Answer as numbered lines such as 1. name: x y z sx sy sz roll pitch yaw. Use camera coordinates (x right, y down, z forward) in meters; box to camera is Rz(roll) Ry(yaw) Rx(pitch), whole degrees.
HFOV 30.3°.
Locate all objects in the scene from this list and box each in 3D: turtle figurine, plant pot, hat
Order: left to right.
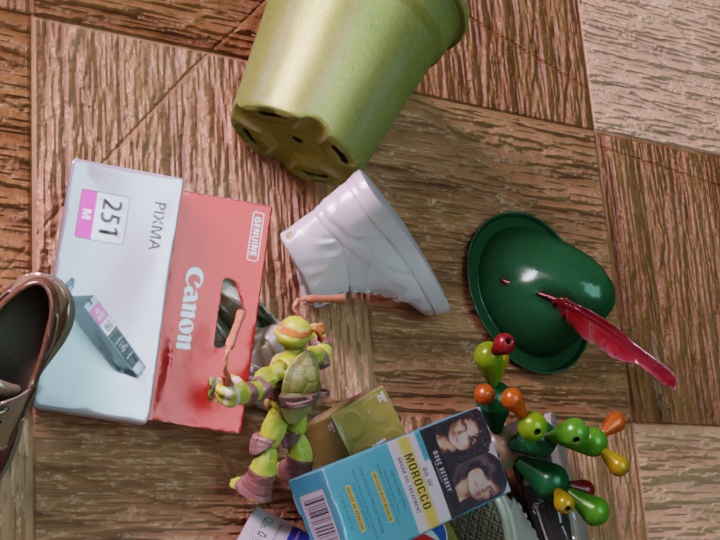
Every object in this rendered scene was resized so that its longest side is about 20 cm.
1. turtle figurine: -0.056 0.101 1.100 0.200 0.064 0.163 -30 131 -63
2. plant pot: -0.025 -0.189 1.223 0.200 0.200 0.185 31 71 -22
3. hat: 0.229 0.009 1.318 0.201 0.176 0.166 53 53 -8

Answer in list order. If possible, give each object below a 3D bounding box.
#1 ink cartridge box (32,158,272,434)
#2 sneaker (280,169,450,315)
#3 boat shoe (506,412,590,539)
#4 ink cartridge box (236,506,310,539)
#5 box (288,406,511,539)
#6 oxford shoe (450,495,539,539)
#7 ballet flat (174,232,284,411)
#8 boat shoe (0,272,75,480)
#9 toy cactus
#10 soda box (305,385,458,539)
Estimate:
1. ink cartridge box: -0.164 0.025 1.079 0.172 0.044 0.202 9 81 -14
2. sneaker: 0.000 0.000 1.239 0.200 0.115 0.074 50 8 -45
3. boat shoe: 0.184 0.239 1.296 0.067 0.057 0.202 5 71 -71
4. ink cartridge box: -0.014 0.266 1.081 0.199 0.037 0.095 25 16 2
5. box: 0.037 0.182 1.121 0.199 0.049 0.083 -15 82 -44
6. oxford shoe: 0.134 0.247 1.241 0.058 0.075 0.201 -36 99 -42
7. ballet flat: -0.103 0.047 1.150 0.200 0.072 0.072 49 54 -12
8. boat shoe: -0.277 0.090 0.984 0.075 0.072 0.201 22 80 -5
9. toy cactus: 0.151 0.149 1.225 0.200 0.165 0.102 47 54 -13
10. soda box: 0.024 0.210 1.181 0.067 0.064 0.201 -26 89 -38
